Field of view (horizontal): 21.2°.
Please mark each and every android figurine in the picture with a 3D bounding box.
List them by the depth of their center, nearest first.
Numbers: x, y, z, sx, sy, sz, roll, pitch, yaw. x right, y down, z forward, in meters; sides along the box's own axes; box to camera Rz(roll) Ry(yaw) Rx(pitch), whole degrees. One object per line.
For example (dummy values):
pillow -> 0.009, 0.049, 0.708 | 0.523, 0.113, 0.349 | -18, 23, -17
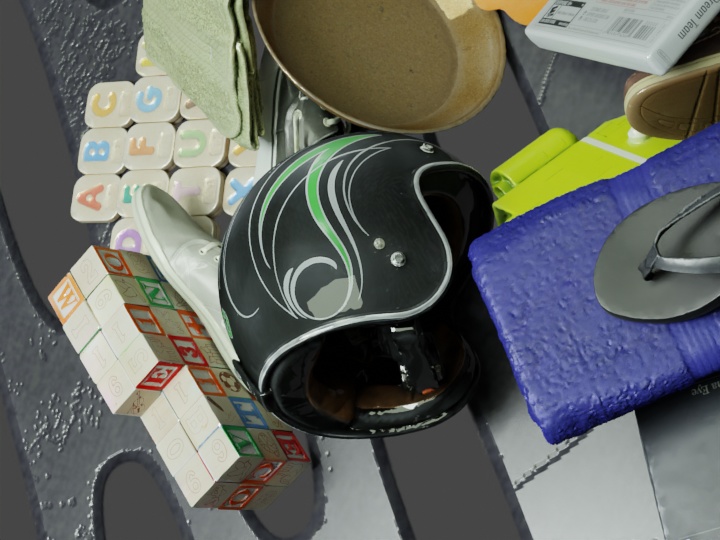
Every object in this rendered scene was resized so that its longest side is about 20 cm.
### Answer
android figurine -> 0.174, -0.050, 1.290 | 0.200, 0.041, 0.182 | -36, 37, -21

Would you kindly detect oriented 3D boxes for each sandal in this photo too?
sandal -> 0.222, -0.026, 1.113 | 0.199, 0.043, 0.077 | -20, 65, 26

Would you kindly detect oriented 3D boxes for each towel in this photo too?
towel -> 0.179, 0.008, 1.182 | 0.199, 0.050, 0.148 | -24, 67, 8
towel -> -0.125, -0.190, 1.451 | 0.036, 0.149, 0.200 | -17, 35, -19

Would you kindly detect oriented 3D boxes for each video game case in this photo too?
video game case -> 0.212, -0.215, 1.300 | 0.182, 0.024, 0.200 | -49, 21, -3

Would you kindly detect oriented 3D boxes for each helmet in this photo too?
helmet -> 0.000, 0.000, 1.337 | 0.199, 0.200, 0.192 | -23, 50, 21

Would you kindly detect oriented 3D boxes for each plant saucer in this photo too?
plant saucer -> 0.009, -0.175, 1.410 | 0.035, 0.199, 0.201 | -55, 48, 53

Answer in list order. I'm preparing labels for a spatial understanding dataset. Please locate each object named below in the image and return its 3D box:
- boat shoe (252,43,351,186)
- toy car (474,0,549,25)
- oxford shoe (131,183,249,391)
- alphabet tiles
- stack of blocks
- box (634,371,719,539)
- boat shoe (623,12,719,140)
boat shoe -> -0.038, -0.100, 1.458 | 0.063, 0.071, 0.201 | 2, 85, 29
toy car -> 0.087, -0.272, 1.407 | 0.176, 0.184, 0.201 | -11, 99, 25
oxford shoe -> -0.101, 0.008, 1.447 | 0.058, 0.075, 0.200 | -45, 71, 23
alphabet tiles -> -0.147, -0.100, 1.543 | 0.195, 0.015, 0.201 | 0, 76, 28
stack of blocks -> -0.134, 0.080, 1.421 | 0.059, 0.115, 0.200 | -46, 60, 22
box -> 0.280, 0.085, 1.209 | 0.199, 0.104, 0.183 | -19, 66, 23
boat shoe -> 0.259, -0.146, 1.280 | 0.199, 0.072, 0.072 | -19, 53, -8
